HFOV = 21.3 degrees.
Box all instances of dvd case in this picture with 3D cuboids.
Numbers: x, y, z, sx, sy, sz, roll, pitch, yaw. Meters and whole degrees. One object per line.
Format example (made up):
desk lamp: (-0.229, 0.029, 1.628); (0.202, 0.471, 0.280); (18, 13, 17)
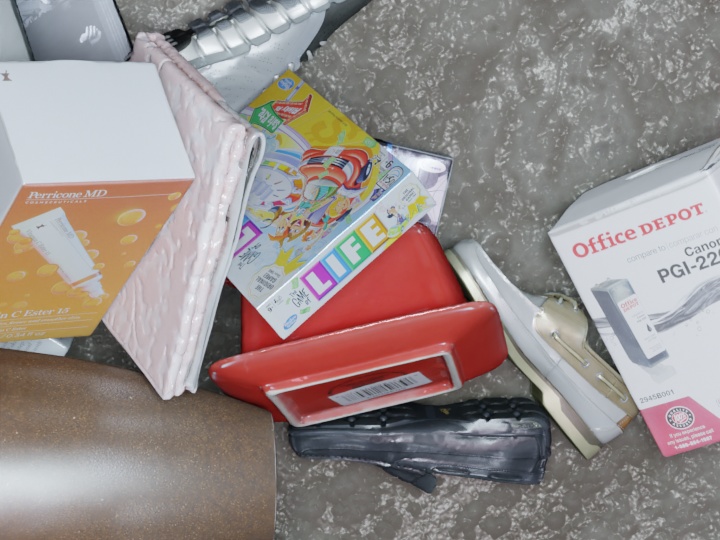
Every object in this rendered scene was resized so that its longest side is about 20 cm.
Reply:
dvd case: (-0.265, -0.140, 1.411); (0.200, 0.025, 0.151); (-20, 99, 0)

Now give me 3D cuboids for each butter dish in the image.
butter dish: (-0.008, 0.016, 1.350); (0.200, 0.199, 0.148); (-14, 73, 3)

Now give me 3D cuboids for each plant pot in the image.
plant pot: (-0.160, 0.145, 1.311); (0.199, 0.187, 0.187); (0, 98, -7)

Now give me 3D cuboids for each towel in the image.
towel: (-0.133, -0.040, 1.301); (0.032, 0.191, 0.200); (5, 112, -30)

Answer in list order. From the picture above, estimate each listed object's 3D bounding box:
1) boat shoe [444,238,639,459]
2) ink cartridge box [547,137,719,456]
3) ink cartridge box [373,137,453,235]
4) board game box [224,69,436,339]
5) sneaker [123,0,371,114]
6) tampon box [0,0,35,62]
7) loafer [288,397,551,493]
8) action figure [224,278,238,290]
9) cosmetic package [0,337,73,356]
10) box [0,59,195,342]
boat shoe: (0.138, 0.047, 1.447); (0.068, 0.075, 0.200); (-38, 108, -1)
ink cartridge box: (0.251, 0.020, 1.410); (0.145, 0.085, 0.200); (-22, 99, 35)
ink cartridge box: (0.000, 0.000, 1.443); (0.099, 0.039, 0.201); (11, 98, -6)
board game box: (-0.050, -0.050, 1.299); (0.134, 0.200, 0.034); (-42, 126, -3)
sneaker: (-0.067, -0.143, 1.410); (0.200, 0.075, 0.116); (-23, 113, -2)
tampon box: (-0.313, -0.177, 1.319); (0.150, 0.126, 0.200); (-18, 98, -9)
loafer: (0.045, 0.136, 1.450); (0.200, 0.068, 0.071); (0, 107, -1)
action figure: (-0.164, -0.029, 1.420); (0.200, 0.052, 0.066); (18, 104, -6)
cosmetic package: (-0.321, 0.035, 1.408); (0.200, 0.071, 0.102); (36, 95, -9)
box: (-0.214, -0.042, 1.278); (0.124, 0.200, 0.098); (-4, 59, -34)
